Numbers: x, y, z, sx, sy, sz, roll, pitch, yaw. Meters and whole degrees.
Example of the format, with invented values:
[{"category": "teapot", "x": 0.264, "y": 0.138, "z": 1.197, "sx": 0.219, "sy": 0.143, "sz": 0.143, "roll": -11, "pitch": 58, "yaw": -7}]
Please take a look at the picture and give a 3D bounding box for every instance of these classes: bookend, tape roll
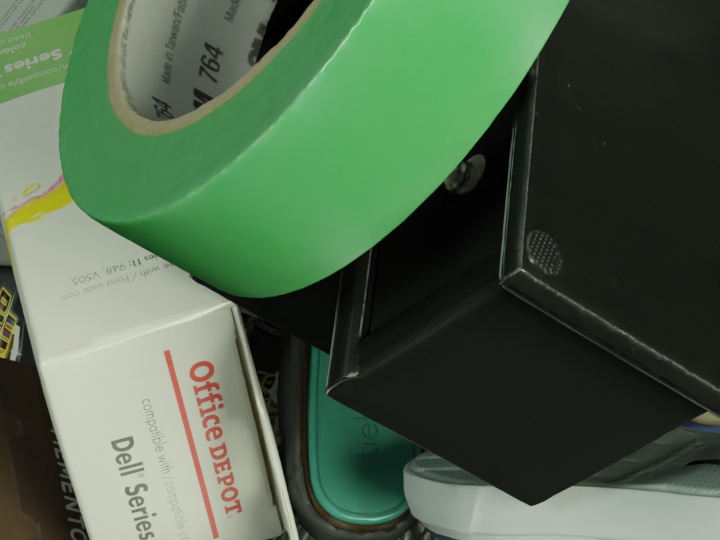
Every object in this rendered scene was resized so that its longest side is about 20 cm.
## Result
[{"category": "bookend", "x": 0.021, "y": -0.019, "z": 0.781, "sx": 0.200, "sy": 0.092, "sz": 0.199, "roll": -33, "pitch": 37, "yaw": 42}, {"category": "tape roll", "x": -0.008, "y": -0.092, "z": 0.745, "sx": 0.200, "sy": 0.048, "sz": 0.201, "roll": -41, "pitch": 33, "yaw": 34}]

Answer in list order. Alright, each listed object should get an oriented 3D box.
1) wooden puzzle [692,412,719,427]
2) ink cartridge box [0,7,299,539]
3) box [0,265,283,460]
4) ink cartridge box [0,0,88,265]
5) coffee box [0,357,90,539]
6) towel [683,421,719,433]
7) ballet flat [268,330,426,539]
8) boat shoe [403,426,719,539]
[{"category": "wooden puzzle", "x": 0.120, "y": -0.077, "z": 0.854, "sx": 0.185, "sy": 0.037, "sz": 0.200, "roll": -52, "pitch": 36, "yaw": 19}, {"category": "ink cartridge box", "x": -0.075, "y": 0.019, "z": 0.908, "sx": 0.067, "sy": 0.117, "sz": 0.200, "roll": -16, "pitch": 45, "yaw": -5}, {"category": "box", "x": -0.114, "y": 0.100, "z": 1.053, "sx": 0.198, "sy": 0.050, "sz": 0.201, "roll": 15, "pitch": 85, "yaw": 53}, {"category": "ink cartridge box", "x": -0.144, "y": -0.081, "z": 1.111, "sx": 0.200, "sy": 0.088, "sz": 0.146, "roll": 1, "pitch": 51, "yaw": 49}, {"category": "coffee box", "x": -0.169, "y": 0.133, "z": 0.999, "sx": 0.200, "sy": 0.080, "sz": 0.113, "roll": -44, "pitch": 43, "yaw": 31}, {"category": "towel", "x": 0.104, "y": 0.136, "z": 0.789, "sx": 0.144, "sy": 0.024, "sz": 0.201, "roll": -7, "pitch": 68, "yaw": 48}, {"category": "ballet flat", "x": 0.000, "y": 0.000, "z": 0.949, "sx": 0.073, "sy": 0.073, "sz": 0.201, "roll": -13, "pitch": 68, "yaw": 47}, {"category": "boat shoe", "x": 0.080, "y": 0.082, "z": 0.779, "sx": 0.200, "sy": 0.073, "sz": 0.067, "roll": 1, "pitch": 109, "yaw": 61}]
